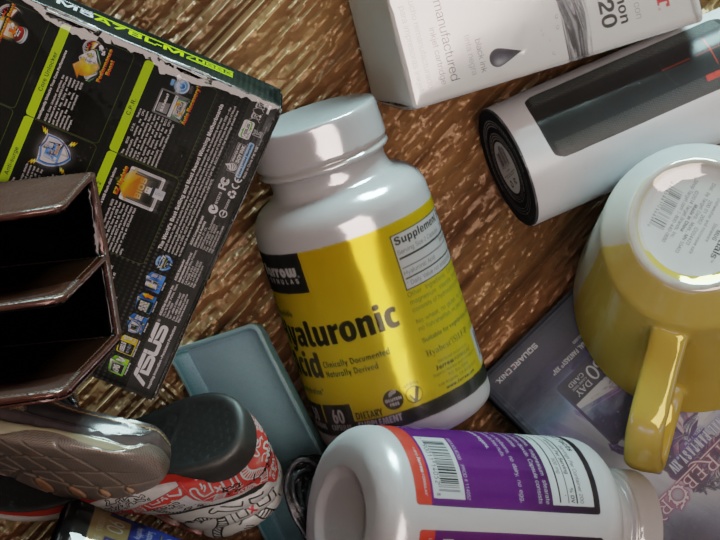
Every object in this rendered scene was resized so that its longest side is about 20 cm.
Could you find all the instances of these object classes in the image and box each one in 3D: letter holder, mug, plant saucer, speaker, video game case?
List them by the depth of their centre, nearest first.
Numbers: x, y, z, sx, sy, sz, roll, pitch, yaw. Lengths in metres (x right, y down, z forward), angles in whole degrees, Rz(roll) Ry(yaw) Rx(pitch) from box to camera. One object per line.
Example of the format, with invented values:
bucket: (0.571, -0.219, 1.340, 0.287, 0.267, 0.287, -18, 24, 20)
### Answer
letter holder: (-0.249, 0.019, 1.464, 0.198, 0.142, 0.101, -6, 103, 10)
mug: (0.208, 0.012, 1.610, 0.148, 0.153, 0.188, -16, 72, 0)
plant saucer: (-0.045, 0.124, 1.647, 0.070, 0.019, 0.201, -17, 107, 31)
speaker: (0.179, -0.102, 1.668, 0.199, 0.081, 0.082, -23, 104, -12)
video game case: (0.192, 0.092, 1.676, 0.143, 0.019, 0.200, -43, 73, -7)

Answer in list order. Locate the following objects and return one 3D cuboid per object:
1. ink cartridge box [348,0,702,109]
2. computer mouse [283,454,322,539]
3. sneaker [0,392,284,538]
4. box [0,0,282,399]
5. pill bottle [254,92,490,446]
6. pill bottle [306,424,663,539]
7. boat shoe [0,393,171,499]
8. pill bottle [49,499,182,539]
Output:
ink cartridge box: (0.094, -0.195, 1.627, 0.199, 0.085, 0.147, -18, 103, -15)
computer mouse: (0.047, 0.168, 1.640, 0.199, 0.053, 0.140, -9, 90, -41)
sneaker: (-0.145, 0.129, 1.607, 0.200, 0.108, 0.068, -10, 61, 14)
box: (-0.169, -0.049, 1.548, 0.192, 0.048, 0.201, 22, 107, -6)
pill bottle: (0.000, 0.000, 1.612, 0.111, 0.111, 0.201, -21, 103, -13)
pill bottle: (0.075, 0.152, 1.569, 0.199, 0.112, 0.113, 6, 96, -28)
boat shoe: (-0.201, 0.079, 1.543, 0.199, 0.075, 0.074, 9, 63, 16)
pill bottle: (-0.096, 0.218, 1.533, 0.199, 0.112, 0.113, 21, 91, -6)
